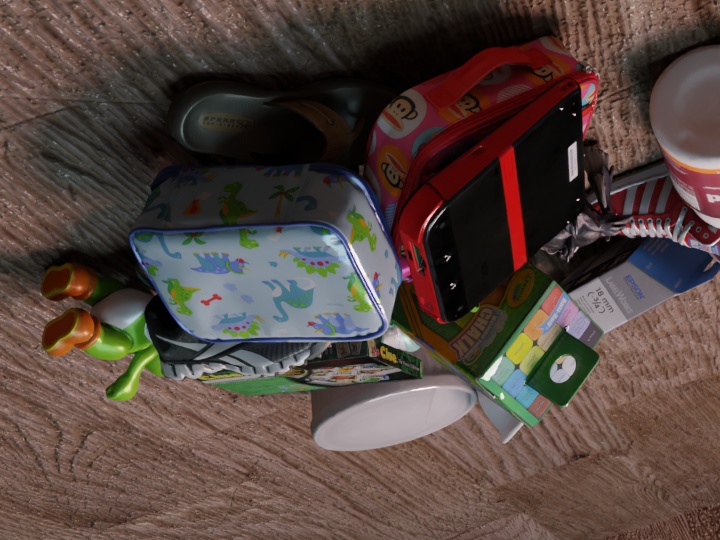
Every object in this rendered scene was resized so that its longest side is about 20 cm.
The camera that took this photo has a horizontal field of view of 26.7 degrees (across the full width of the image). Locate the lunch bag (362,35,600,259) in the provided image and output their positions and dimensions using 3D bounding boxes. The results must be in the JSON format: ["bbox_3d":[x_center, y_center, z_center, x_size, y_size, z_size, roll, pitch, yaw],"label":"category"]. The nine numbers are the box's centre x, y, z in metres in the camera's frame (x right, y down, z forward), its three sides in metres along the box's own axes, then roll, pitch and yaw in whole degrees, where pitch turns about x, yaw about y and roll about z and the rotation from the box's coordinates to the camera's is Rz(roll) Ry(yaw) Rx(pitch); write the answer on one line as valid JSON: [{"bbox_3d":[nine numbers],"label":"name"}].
[{"bbox_3d":[0.097,-0.110,1.233,0.200,0.082,0.176,-26,150,-27],"label":"lunch bag"}]

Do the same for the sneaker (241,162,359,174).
[{"bbox_3d":[-0.074,-0.055,1.328,0.200,0.081,0.086,-24,162,35],"label":"sneaker"}]

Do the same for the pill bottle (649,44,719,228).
[{"bbox_3d":[0.333,-0.113,1.384,0.114,0.115,0.200,-20,157,13],"label":"pill bottle"}]

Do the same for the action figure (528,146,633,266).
[{"bbox_3d":[0.185,-0.059,1.444,0.118,0.103,0.200,-11,173,-4],"label":"action figure"}]

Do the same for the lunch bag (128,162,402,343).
[{"bbox_3d":[-0.073,-0.010,1.220,0.199,0.083,0.161,-2,138,24],"label":"lunch bag"}]

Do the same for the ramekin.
[{"bbox_3d":[0.032,0.135,1.801,0.201,0.095,0.203,-12,157,-5],"label":"ramekin"}]

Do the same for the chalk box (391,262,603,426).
[{"bbox_3d":[0.143,0.059,1.489,0.125,0.200,0.124,-53,136,-4],"label":"chalk box"}]

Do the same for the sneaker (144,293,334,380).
[{"bbox_3d":[-0.112,0.045,1.333,0.199,0.067,0.091,-8,124,31],"label":"sneaker"}]

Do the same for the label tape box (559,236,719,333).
[{"bbox_3d":[0.298,0.001,1.617,0.200,0.063,0.144,-33,-177,37],"label":"label tape box"}]

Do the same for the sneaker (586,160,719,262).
[{"bbox_3d":[0.307,-0.045,1.527,0.199,0.113,0.071,-25,155,22],"label":"sneaker"}]

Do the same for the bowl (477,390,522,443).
[{"bbox_3d":[0.197,0.096,1.768,0.201,0.090,0.201,-50,175,-6],"label":"bowl"}]

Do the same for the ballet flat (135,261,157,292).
[{"bbox_3d":[-0.119,0.025,1.427,0.065,0.071,0.200,-44,127,17],"label":"ballet flat"}]

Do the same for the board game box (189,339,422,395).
[{"bbox_3d":[-0.054,0.090,1.410,0.199,0.024,0.105,-8,164,29],"label":"board game box"}]

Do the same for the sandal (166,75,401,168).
[{"bbox_3d":[-0.051,-0.112,1.195,0.199,0.055,0.082,3,119,-27],"label":"sandal"}]

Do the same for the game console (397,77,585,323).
[{"bbox_3d":[0.111,-0.051,1.225,0.177,0.031,0.200,-41,154,-12],"label":"game console"}]

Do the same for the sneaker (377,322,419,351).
[{"bbox_3d":[-0.017,0.054,1.631,0.139,0.078,0.200,-5,177,30],"label":"sneaker"}]

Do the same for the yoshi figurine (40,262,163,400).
[{"bbox_3d":[-0.216,0.061,1.447,0.200,0.112,0.113,19,101,-40],"label":"yoshi figurine"}]

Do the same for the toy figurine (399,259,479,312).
[{"bbox_3d":[0.000,0.000,1.405,0.183,0.151,0.200,-23,180,10],"label":"toy figurine"}]
